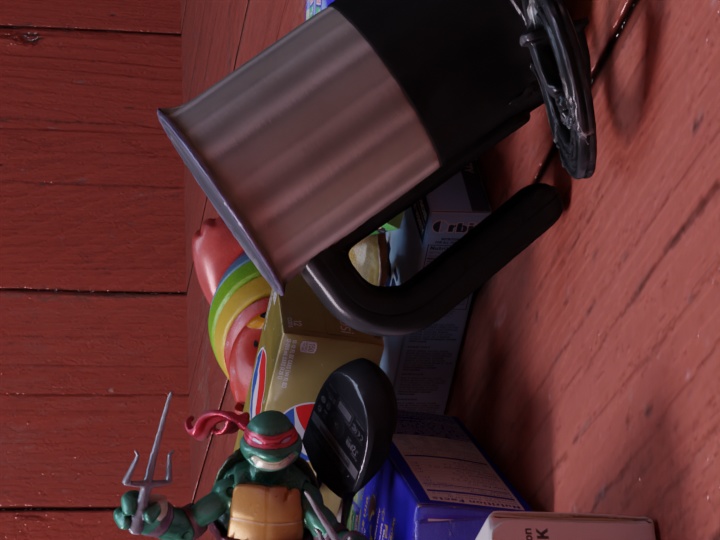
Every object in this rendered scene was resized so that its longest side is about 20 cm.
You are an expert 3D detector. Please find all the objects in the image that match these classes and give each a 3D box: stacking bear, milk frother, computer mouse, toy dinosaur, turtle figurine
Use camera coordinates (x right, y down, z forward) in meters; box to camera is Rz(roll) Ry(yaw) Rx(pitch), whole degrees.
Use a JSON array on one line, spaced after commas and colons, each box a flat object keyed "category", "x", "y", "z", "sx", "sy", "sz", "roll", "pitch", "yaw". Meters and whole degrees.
[{"category": "stacking bear", "x": -0.053, "y": 0.043, "z": 1.234, "sx": 0.200, "sy": 0.121, "sz": 0.114, "roll": -100, "pitch": 1, "yaw": -68}, {"category": "milk frother", "x": 0.016, "y": -0.074, "z": 0.910, "sx": 0.181, "sy": 0.188, "sz": 0.200, "roll": 53, "pitch": 174, "yaw": 13}, {"category": "computer mouse", "x": -0.016, "y": 0.128, "z": 1.056, "sx": 0.059, "sy": 0.034, "sz": 0.201, "roll": 53, "pitch": 138, "yaw": 32}, {"category": "toy dinosaur", "x": 0.000, "y": 0.000, "z": 1.161, "sx": 0.101, "sy": 0.058, "sz": 0.201, "roll": -114, "pitch": 26, "yaw": -57}, {"category": "turtle figurine", "x": -0.054, "y": 0.155, "z": 1.009, "sx": 0.101, "sy": 0.149, "sz": 0.201, "roll": -54, "pitch": -33, "yaw": -66}]

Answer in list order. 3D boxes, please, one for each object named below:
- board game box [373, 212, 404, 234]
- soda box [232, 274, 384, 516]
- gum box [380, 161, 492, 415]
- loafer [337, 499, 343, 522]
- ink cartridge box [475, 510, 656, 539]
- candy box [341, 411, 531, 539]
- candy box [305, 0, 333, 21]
[{"category": "board game box", "x": 0.009, "y": -0.115, "z": 1.125, "sx": 0.134, "sy": 0.029, "sz": 0.201, "roll": -9, "pitch": 60, "yaw": 60}, {"category": "soda box", "x": -0.040, "y": 0.104, "z": 1.114, "sx": 0.068, "sy": 0.064, "sz": 0.201, "roll": -101, "pitch": 21, "yaw": -56}, {"category": "gum box", "x": 0.037, "y": -0.017, "z": 1.232, "sx": 0.171, "sy": 0.044, "sz": 0.201, "roll": -101, "pitch": 17, "yaw": -47}, {"category": "loafer", "x": 0.000, "y": 0.168, "z": 1.251, "sx": 0.201, "sy": 0.069, "sz": 0.070, "roll": 76, "pitch": -177, "yaw": -46}, {"category": "ink cartridge box", "x": 0.083, "y": 0.221, "z": 0.853, "sx": 0.200, "sy": 0.083, "sz": 0.145, "roll": 107, "pitch": 162, "yaw": -56}, {"category": "candy box", "x": 0.038, "y": 0.191, "z": 1.074, "sx": 0.200, "sy": 0.076, "sz": 0.170, "roll": -128, "pitch": 44, "yaw": -75}, {"category": "candy box", "x": 0.005, "y": -0.237, "z": 1.345, "sx": 0.169, "sy": 0.076, "sz": 0.202, "roll": -132, "pitch": 43, "yaw": -76}]
